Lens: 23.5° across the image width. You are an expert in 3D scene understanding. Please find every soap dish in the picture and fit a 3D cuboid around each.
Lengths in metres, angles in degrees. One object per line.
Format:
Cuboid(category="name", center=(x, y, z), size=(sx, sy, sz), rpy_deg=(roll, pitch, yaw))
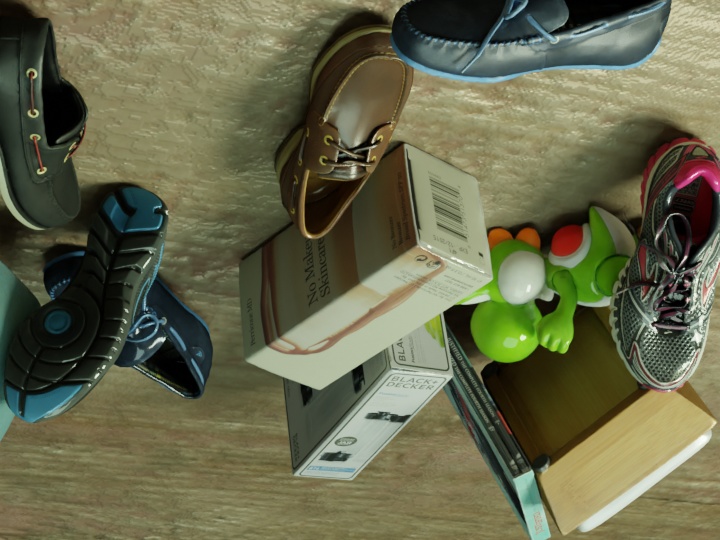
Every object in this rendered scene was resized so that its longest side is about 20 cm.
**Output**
Cuboid(category="soap dish", center=(0.194, 0.112, 1.477), size=(0.157, 0.200, 0.081), rpy_deg=(-38, 121, 7))

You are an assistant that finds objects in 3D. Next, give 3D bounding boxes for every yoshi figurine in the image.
Cuboid(category="yoshi figurine", center=(0.172, 0.023, 1.442), size=(0.200, 0.112, 0.112), rpy_deg=(-8, 155, 5))

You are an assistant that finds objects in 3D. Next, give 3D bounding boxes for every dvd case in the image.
Cuboid(category="dvd case", center=(0.104, 0.128, 1.505), size=(0.022, 0.200, 0.146), rpy_deg=(-26, 148, -3))

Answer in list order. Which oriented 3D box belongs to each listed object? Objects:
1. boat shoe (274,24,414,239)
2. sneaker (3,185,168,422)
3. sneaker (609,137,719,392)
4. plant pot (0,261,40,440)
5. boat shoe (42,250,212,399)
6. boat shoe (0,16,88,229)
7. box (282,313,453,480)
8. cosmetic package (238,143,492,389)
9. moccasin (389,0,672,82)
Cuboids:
Cuboid(category="boat shoe", center=(-0.008, -0.096, 1.244), size=(0.072, 0.068, 0.200), rpy_deg=(5, 146, -20))
Cuboid(category="sneaker", center=(-0.198, 0.036, 1.302), size=(0.073, 0.200, 0.082), rpy_deg=(25, 154, 9))
Cuboid(category="sneaker", center=(0.240, -0.001, 1.346), size=(0.080, 0.075, 0.200), rpy_deg=(3, 104, -1))
Cuboid(category="plant pot", center=(-0.322, 0.042, 1.308), size=(0.135, 0.200, 0.200), rpy_deg=(-47, 148, -11))
Cuboid(category="boat shoe", center=(-0.180, 0.047, 1.429), size=(0.084, 0.069, 0.200), rpy_deg=(-27, 143, 27))
Cuboid(category="boat shoe", center=(-0.220, -0.095, 1.190), size=(0.063, 0.074, 0.202), rpy_deg=(-2, 144, 5))
Cuboid(category="box", center=(0.002, 0.086, 1.490), size=(0.060, 0.117, 0.200), rpy_deg=(8, 144, -24))
Cuboid(category="cosmetic package", center=(0.000, 0.000, 1.367), size=(0.087, 0.104, 0.200), rpy_deg=(23, 135, -37))
Cuboid(category="moccasin", center=(0.115, -0.176, 1.154), size=(0.200, 0.081, 0.068), rpy_deg=(-10, 146, -25))
